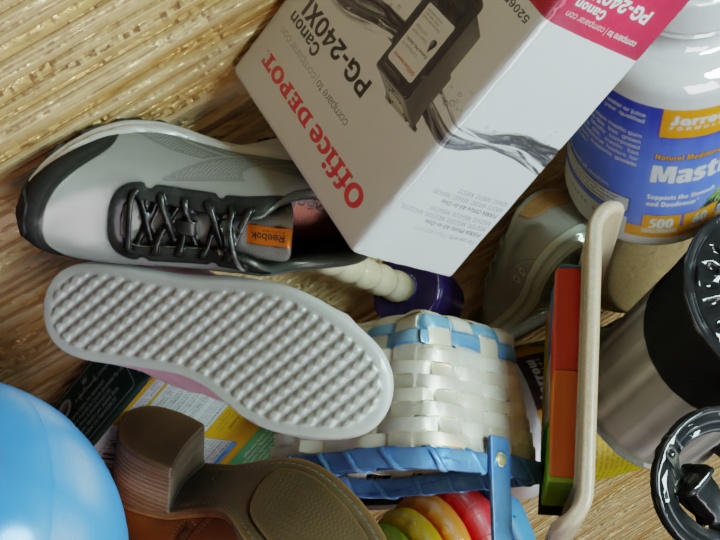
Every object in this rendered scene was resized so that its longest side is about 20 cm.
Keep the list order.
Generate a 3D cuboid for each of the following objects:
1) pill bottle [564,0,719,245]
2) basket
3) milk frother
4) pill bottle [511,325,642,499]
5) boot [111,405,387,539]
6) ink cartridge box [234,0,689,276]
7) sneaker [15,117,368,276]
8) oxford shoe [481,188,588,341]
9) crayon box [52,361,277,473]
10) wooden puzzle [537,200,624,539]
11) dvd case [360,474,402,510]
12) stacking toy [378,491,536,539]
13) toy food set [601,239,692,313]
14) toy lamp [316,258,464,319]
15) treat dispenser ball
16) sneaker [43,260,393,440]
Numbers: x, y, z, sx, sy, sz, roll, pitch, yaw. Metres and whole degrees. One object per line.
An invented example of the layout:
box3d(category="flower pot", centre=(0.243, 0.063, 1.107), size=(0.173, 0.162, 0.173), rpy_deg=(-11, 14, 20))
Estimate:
box3d(category="pill bottle", centre=(0.184, -0.117, 0.974), size=(0.111, 0.112, 0.201), rpy_deg=(-24, 147, -14))
box3d(category="basket", centre=(0.028, 0.132, 0.997), size=(0.176, 0.202, 0.139), rpy_deg=(-8, 161, 44))
box3d(category="milk frother", centre=(0.212, 0.093, 1.032), size=(0.199, 0.181, 0.188), rpy_deg=(-30, 166, -23))
box3d(category="pill bottle", centre=(0.155, 0.102, 1.185), size=(0.199, 0.110, 0.110), rpy_deg=(-12, 143, -15))
box3d(category="boot", centre=(-0.071, 0.182, 0.980), size=(0.077, 0.199, 0.156), rpy_deg=(-51, 156, -42))
box3d(category="ink cartridge box", centre=(0.045, -0.119, 0.820), size=(0.083, 0.146, 0.200), rpy_deg=(11, 127, -48))
box3d(category="sneaker", centre=(-0.081, -0.034, 0.858), size=(0.199, 0.079, 0.074), rpy_deg=(-2, 118, -20))
box3d(category="oxford shoe", centre=(0.118, 0.001, 1.128), size=(0.075, 0.058, 0.200), rpy_deg=(-28, 162, -19))
box3d(category="crayon box", centre=(-0.105, 0.099, 1.062), size=(0.199, 0.052, 0.126), rpy_deg=(16, 123, -49))
box3d(category="wooden puzzle", centre=(0.129, 0.076, 1.009), size=(0.037, 0.202, 0.185), rpy_deg=(8, 163, 6))
box3d(category="dvd case", centre=(0.054, 0.131, 1.264), size=(0.199, 0.025, 0.151), rpy_deg=(5, 131, -45))
box3d(category="stacking toy", centre=(0.025, 0.224, 1.199), size=(0.199, 0.117, 0.110), rpy_deg=(-16, 165, -36))
box3d(category="toy food set", centre=(0.236, -0.043, 1.172), size=(0.197, 0.049, 0.200), rpy_deg=(-30, 148, -5))
box3d(category="toy lamp", centre=(0.000, 0.000, 1.018), size=(0.058, 0.058, 0.200), rpy_deg=(-45, 147, 17))
box3d(category="treat dispenser ball", centre=(-0.228, 0.160, 0.896), size=(0.200, 0.201, 0.202), rpy_deg=(-22, 146, -16))
box3d(category="sneaker", centre=(-0.067, 0.038, 0.900), size=(0.105, 0.199, 0.076), rpy_deg=(8, 97, -76))
